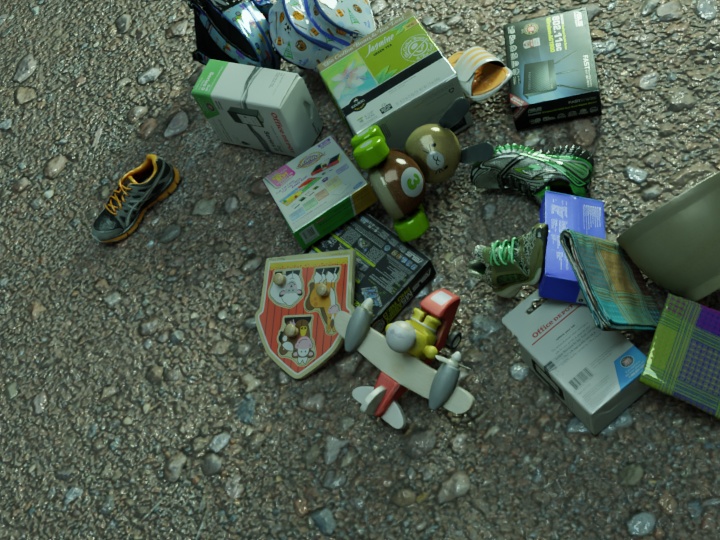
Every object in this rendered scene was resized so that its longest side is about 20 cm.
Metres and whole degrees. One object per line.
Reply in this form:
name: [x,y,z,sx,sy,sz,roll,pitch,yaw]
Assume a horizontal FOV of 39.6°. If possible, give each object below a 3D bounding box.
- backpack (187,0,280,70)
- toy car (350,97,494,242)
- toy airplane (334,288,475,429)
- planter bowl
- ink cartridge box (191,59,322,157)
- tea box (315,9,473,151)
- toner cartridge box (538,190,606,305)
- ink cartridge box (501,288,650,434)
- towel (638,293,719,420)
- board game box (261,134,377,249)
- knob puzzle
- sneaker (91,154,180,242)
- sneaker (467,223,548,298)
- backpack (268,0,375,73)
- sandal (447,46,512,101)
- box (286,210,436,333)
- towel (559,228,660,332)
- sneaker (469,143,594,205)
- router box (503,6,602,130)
backpack: [-0.223,-0.441,1.911,0.134,0.184,0.200,-37,66,-26]
toy car: [0.108,-0.176,1.586,0.198,0.166,0.158,-30,19,7]
toy airplane: [0.059,0.126,1.461,0.196,0.142,0.202,-11,60,10]
planter bowl: [0.476,-0.038,1.393,0.198,0.200,0.136,-30,79,0]
ink cartridge box: [-0.185,-0.293,1.816,0.197,0.147,0.085,14,64,28]
tea box: [0.058,-0.305,1.739,0.198,0.134,0.198,-31,53,1]
toner cartridge box: [0.312,-0.034,1.474,0.093,0.044,0.202,12,42,1]
ink cartridge box: [0.305,0.116,1.419,0.115,0.068,0.200,-36,54,-8]
towel: [0.482,0.129,1.333,0.197,0.023,0.145,23,70,8]
board game box: [-0.073,-0.138,1.709,0.152,0.041,0.201,-32,37,0]
knob puzzle: [-0.094,0.070,1.590,0.216,0.030,0.224,-10,71,30]
sneaker: [-0.428,-0.137,1.855,0.078,0.077,0.200,36,78,33]
sneaker: [0.210,-0.016,1.455,0.087,0.200,0.078,13,66,-10]
backpack: [-0.071,-0.445,1.831,0.187,0.155,0.203,6,49,-26]
sandal: [0.185,-0.352,1.728,0.079,0.059,0.207,-43,32,0]
box: [0.000,0.000,1.625,0.160,0.044,0.199,-47,55,-10]
towel: [0.351,0.017,1.379,0.022,0.198,0.149,-33,65,33]
sneaker: [0.269,-0.149,1.595,0.196,0.078,0.087,1,60,20]
router box: [0.325,-0.345,1.706,0.147,0.062,0.203,-9,56,14]
